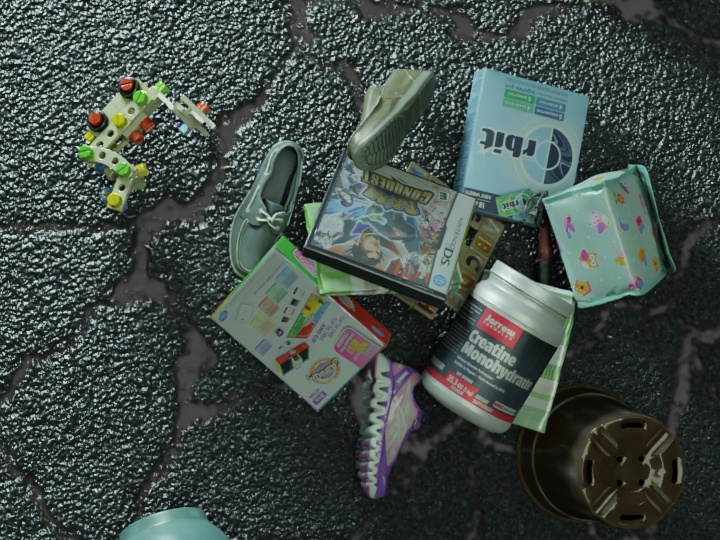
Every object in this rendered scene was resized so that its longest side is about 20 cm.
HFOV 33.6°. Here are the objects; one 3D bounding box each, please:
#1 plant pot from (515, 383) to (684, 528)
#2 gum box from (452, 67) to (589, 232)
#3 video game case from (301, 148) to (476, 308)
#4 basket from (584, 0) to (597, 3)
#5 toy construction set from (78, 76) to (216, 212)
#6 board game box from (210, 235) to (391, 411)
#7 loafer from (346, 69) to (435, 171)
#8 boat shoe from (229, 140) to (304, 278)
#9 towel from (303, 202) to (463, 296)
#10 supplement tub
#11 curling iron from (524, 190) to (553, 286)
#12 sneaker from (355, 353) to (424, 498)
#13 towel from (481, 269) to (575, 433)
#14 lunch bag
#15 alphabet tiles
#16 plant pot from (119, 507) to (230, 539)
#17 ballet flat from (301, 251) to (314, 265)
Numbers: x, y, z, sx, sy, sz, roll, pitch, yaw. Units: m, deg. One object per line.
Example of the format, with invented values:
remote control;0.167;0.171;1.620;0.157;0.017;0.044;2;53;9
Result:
plant pot;0.338;0.263;1.649;0.199;0.198;0.202;0;88;-10
gum box;0.229;-0.170;1.710;0.169;0.045;0.202;12;87;-16
video game case;0.042;-0.059;1.602;0.199;0.026;0.182;21;56;0
basket;0.390;-0.496;1.681;0.160;0.198;0.201;-16;92;-6
toy construction set;-0.294;-0.179;1.602;0.200;0.092;0.131;-42;71;-16
board game box;-0.081;0.075;1.621;0.200;0.040;0.153;42;116;-6
loafer;0.032;-0.212;1.653;0.069;0.076;0.200;22;50;21
boat shoe;-0.129;-0.086;1.644;0.072;0.062;0.201;22;85;-9
towel;0.029;-0.031;1.614;0.198;0.031;0.150;-3;58;-16
supplement tub;0.185;0.103;1.609;0.140;0.140;0.201;30;94;-8
curling iron;0.256;-0.019;1.696;0.049;0.025;0.201;-30;125;-40
sneaker;0.045;0.218;1.662;0.088;0.080;0.202;8;86;-17
towel;0.214;0.110;1.683;0.152;0.023;0.201;15;86;23
lunch bag;0.363;-0.054;1.682;0.200;0.121;0.172;-21;94;-53
alphabet tiles;0.099;-0.035;1.670;0.167;0.008;0.201;34;59;-8
plant pot;-0.243;0.394;1.560;0.199;0.201;0.135;-15;64;-10
ballet flat;0.000;0.000;1.668;0.199;0.067;0.064;-3;122;-20
